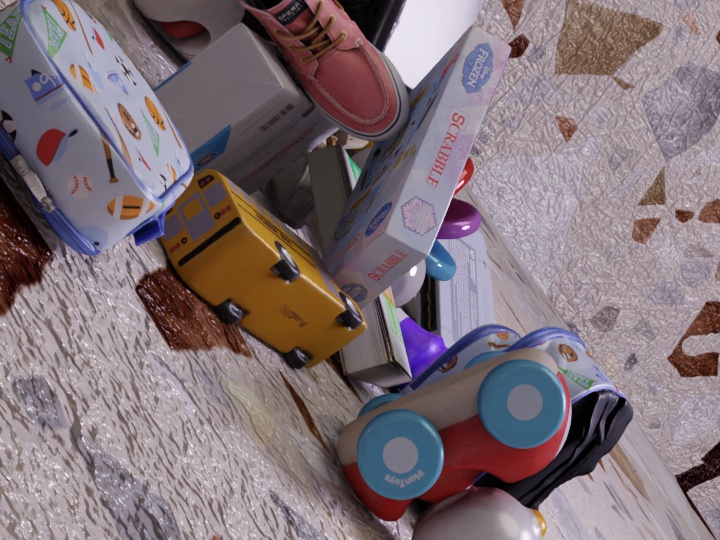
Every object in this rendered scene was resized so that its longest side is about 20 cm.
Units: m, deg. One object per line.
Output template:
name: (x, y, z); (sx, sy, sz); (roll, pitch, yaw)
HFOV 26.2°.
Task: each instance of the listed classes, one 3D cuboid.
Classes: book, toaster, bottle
book: (0.000, 0.000, 1.403); (0.134, 0.048, 0.201); (40, 36, -74)
toaster: (0.007, -0.260, 1.377); (0.180, 0.201, 0.118); (17, -8, 40)
bottle: (0.087, 0.122, 1.467); (0.200, 0.083, 0.065); (46, -36, 12)

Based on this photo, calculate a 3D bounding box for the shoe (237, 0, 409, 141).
shoe: (-0.041, -0.189, 1.238); (0.201, 0.071, 0.091); (53, 10, 16)

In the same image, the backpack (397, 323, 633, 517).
backpack: (0.130, 0.134, 1.324); (0.155, 0.190, 0.200); (59, 11, 21)

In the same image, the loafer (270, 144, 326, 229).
loafer: (-0.066, -0.095, 1.514); (0.070, 0.070, 0.200); (38, 12, -12)

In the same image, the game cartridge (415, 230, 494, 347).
game cartridge: (0.109, 0.034, 1.764); (0.133, 0.040, 0.201); (30, 51, -47)

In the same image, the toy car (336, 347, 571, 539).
toy car: (0.093, 0.175, 1.138); (0.184, 0.176, 0.201); (168, -100, -88)

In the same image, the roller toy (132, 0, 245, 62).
roller toy: (-0.121, -0.281, 1.502); (0.140, 0.199, 0.183); (46, 25, -42)

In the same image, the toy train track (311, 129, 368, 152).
toy train track: (-0.050, -0.133, 1.479); (0.200, 0.114, 0.033); (28, -61, 58)

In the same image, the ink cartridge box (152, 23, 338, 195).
ink cartridge box: (-0.099, -0.129, 1.303); (0.068, 0.116, 0.200); (56, 8, 11)

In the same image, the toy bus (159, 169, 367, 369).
toy bus: (-0.070, 0.005, 1.153); (0.079, 0.065, 0.200); (60, 11, 32)

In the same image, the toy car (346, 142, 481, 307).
toy car: (0.050, -0.065, 1.608); (0.175, 0.149, 0.201); (-102, -174, -68)

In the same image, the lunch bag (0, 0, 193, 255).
lunch bag: (-0.171, -0.087, 0.946); (0.161, 0.075, 0.200); (57, 9, -8)

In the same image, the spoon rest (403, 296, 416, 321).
spoon rest: (0.082, 0.046, 1.821); (0.099, 0.060, 0.201); (-89, 156, -72)

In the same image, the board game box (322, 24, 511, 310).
board game box: (0.035, -0.072, 1.255); (0.041, 0.201, 0.200); (28, -25, -10)
